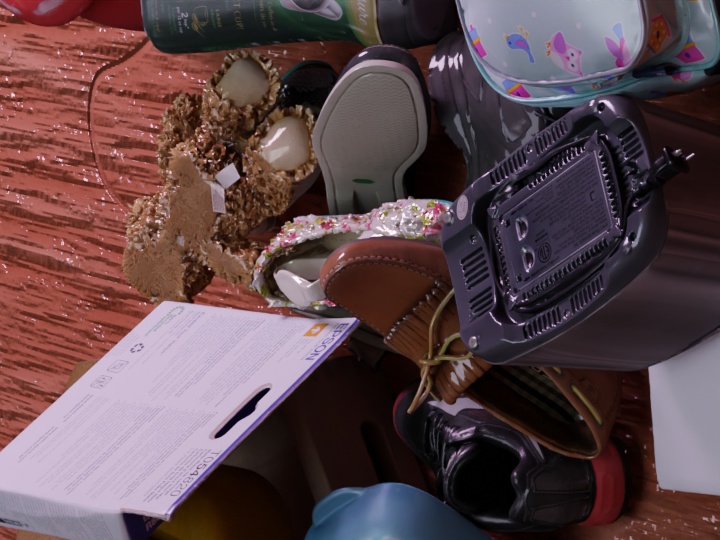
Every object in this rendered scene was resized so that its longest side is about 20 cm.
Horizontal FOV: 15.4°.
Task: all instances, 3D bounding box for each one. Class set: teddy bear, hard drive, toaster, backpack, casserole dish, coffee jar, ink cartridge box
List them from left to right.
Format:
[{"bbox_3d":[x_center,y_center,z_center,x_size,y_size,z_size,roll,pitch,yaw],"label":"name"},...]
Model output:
[{"bbox_3d":[-0.115,0.096,1.665,0.199,0.200,0.041,4,129,47],"label":"ink cartridge box"},{"bbox_3d":[-0.087,-0.055,1.766,0.145,0.067,0.201,34,124,25],"label":"teddy bear"},{"bbox_3d":[-0.036,-0.189,1.681,0.199,0.085,0.105,2,98,19],"label":"coffee jar"},{"bbox_3d":[0.049,0.208,1.645,0.121,0.200,0.039,-37,23,42],"label":"casserole dish"},{"bbox_3d":[0.131,-0.175,1.476,0.200,0.153,0.177,-12,93,56],"label":"backpack"},{"bbox_3d":[0.148,-0.019,1.466,0.200,0.129,0.114,-38,55,42],"label":"toaster"},{"bbox_3d":[0.238,0.063,1.481,0.199,0.026,0.133,2,98,53],"label":"hard drive"}]

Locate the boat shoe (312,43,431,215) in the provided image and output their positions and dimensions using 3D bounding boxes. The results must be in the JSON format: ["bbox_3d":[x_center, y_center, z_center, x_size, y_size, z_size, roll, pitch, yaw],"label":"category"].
[{"bbox_3d":[0.009,-0.091,1.670,0.200,0.071,0.068,94,-175,-64],"label":"boat shoe"}]

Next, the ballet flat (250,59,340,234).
[{"bbox_3d":[-0.070,-0.064,1.822,0.200,0.074,0.075,-48,60,48],"label":"ballet flat"}]

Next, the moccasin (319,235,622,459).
[{"bbox_3d":[0.063,0.048,1.555,0.074,0.201,0.078,-38,26,37],"label":"moccasin"}]

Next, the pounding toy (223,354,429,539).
[{"bbox_3d":[-0.036,0.184,1.801,0.184,0.142,0.201,-31,75,36],"label":"pounding toy"}]

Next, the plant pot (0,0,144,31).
[{"bbox_3d":[-0.159,-0.260,1.815,0.200,0.182,0.202,12,106,49],"label":"plant pot"}]

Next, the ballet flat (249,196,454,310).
[{"bbox_3d":[0.000,0.000,1.634,0.200,0.064,0.076,-10,111,58],"label":"ballet flat"}]

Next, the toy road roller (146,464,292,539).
[{"bbox_3d":[-0.081,0.206,1.675,0.199,0.123,0.147,22,95,35],"label":"toy road roller"}]

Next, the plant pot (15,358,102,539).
[{"bbox_3d":[-0.165,0.169,1.934,0.186,0.186,0.201,-12,72,53],"label":"plant pot"}]

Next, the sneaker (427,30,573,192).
[{"bbox_3d":[0.104,-0.062,1.599,0.091,0.076,0.201,-27,77,45],"label":"sneaker"}]

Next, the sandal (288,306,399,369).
[{"bbox_3d":[0.020,0.040,1.728,0.201,0.080,0.058,26,131,47],"label":"sandal"}]

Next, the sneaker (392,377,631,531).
[{"bbox_3d":[0.073,0.111,1.651,0.200,0.097,0.071,23,116,50],"label":"sneaker"}]
